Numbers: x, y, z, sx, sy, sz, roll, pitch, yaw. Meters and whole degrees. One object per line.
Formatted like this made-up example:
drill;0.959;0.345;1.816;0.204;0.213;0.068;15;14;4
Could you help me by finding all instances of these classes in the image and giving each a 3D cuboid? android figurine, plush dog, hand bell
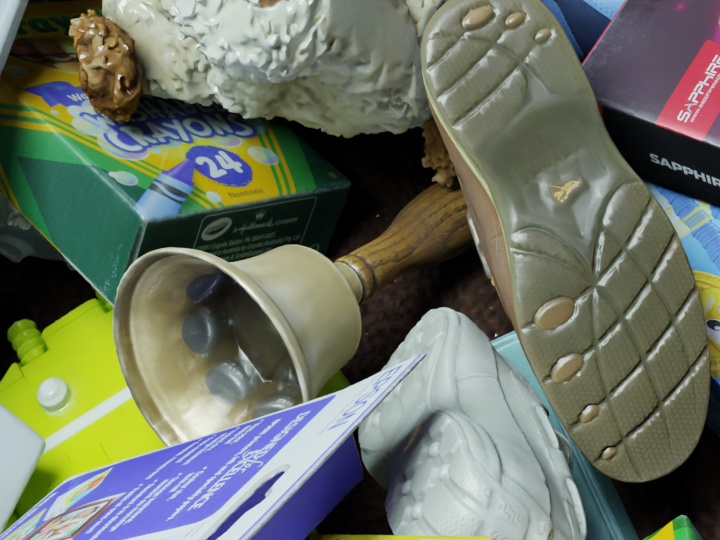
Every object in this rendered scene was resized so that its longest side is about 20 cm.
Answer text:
android figurine;-0.091;0.081;0.896;0.181;0.041;0.201;-31;55;-3
plush dog;-0.032;-0.118;0.893;0.171;0.161;0.200;12;48;33
hand bell;0.000;0.000;0.873;0.104;0.105;0.200;24;38;30

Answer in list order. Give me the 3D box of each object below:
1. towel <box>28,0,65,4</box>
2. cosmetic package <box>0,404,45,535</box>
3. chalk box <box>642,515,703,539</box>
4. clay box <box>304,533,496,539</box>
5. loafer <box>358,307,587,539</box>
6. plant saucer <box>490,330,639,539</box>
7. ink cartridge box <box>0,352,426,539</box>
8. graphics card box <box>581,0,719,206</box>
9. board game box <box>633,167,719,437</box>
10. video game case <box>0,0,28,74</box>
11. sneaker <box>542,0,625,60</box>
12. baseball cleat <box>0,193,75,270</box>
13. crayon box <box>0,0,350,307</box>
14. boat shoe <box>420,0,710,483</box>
towel;-0.144;-0.190;1.009;0.165;0.200;0.086;-40;87;-5
cosmetic package;-0.271;0.084;0.828;0.164;0.200;0.166;-1;53;42
chalk box;0.108;0.207;0.654;0.123;0.201;0.124;-34;8;13
clay box;-0.030;0.138;0.701;0.114;0.200;0.048;-32;96;-23
loafer;0.044;0.072;0.788;0.070;0.070;0.200;-53;15;15
plant saucer;0.075;0.109;0.834;0.069;0.019;0.201;-24;54;2
ink cartridge box;-0.085;0.113;0.719;0.199;0.044;0.198;-23;12;37
graphics card box;0.196;-0.074;0.826;0.199;0.051;0.126;25;68;29
board game box;0.196;-0.027;0.861;0.199;0.056;0.196;-38;54;-8
video game case;-0.235;-0.112;0.857;0.181;0.023;0.202;16;65;-1
sneaker;0.053;-0.117;0.963;0.199;0.074;0.083;13;68;31
baseball cleat;-0.186;-0.063;1.004;0.198;0.070;0.107;12;62;24
crayon box;-0.116;-0.068;0.945;0.125;0.052;0.200;-12;44;-45
boat shoe;0.081;-0.014;0.815;0.071;0.068;0.202;-23;86;-2
